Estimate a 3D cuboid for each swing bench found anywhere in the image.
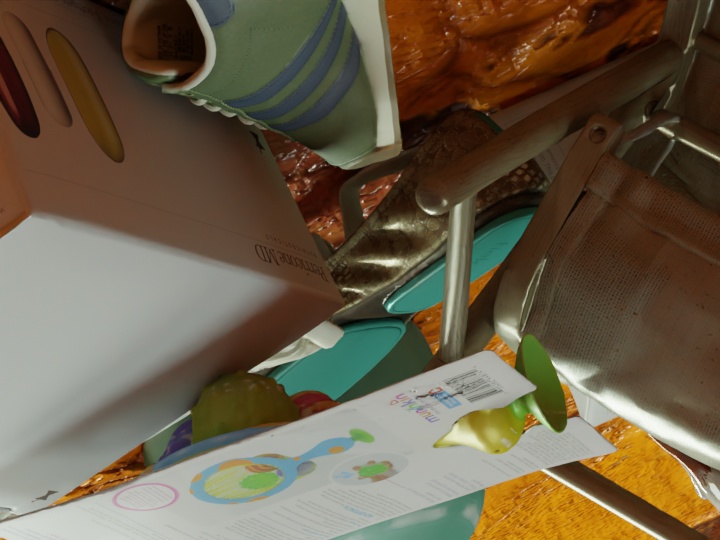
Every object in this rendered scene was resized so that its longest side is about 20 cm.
[{"bbox_3d":[0.152,0.000,1.003,0.200,0.198,0.130,-44,152,-34],"label":"swing bench"}]

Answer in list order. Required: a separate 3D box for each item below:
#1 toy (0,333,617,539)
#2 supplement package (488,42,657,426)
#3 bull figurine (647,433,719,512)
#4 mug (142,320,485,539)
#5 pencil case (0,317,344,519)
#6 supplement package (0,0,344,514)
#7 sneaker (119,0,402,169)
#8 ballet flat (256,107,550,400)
[{"bbox_3d":[-0.022,0.061,0.948,0.199,0.047,0.115,-17,154,22],"label":"toy"},{"bbox_3d":[0.165,-0.035,1.169,0.199,0.117,0.117,-23,158,-6],"label":"supplement package"},{"bbox_3d":[0.211,0.035,1.110,0.199,0.065,0.122,-19,125,4],"label":"bull figurine"},{"bbox_3d":[-0.026,0.118,1.309,0.152,0.115,0.185,-1,147,-49],"label":"mug"},{"bbox_3d":[-0.107,0.043,1.076,0.199,0.090,0.078,-31,158,9],"label":"pencil case"},{"bbox_3d":[-0.130,-0.007,0.898,0.155,0.111,0.200,-33,159,19],"label":"supplement package"},{"bbox_3d":[-0.038,-0.085,0.897,0.089,0.067,0.200,-16,158,-4],"label":"sneaker"},{"bbox_3d":[0.000,0.000,1.130,0.200,0.066,0.070,-38,157,29],"label":"ballet flat"}]
